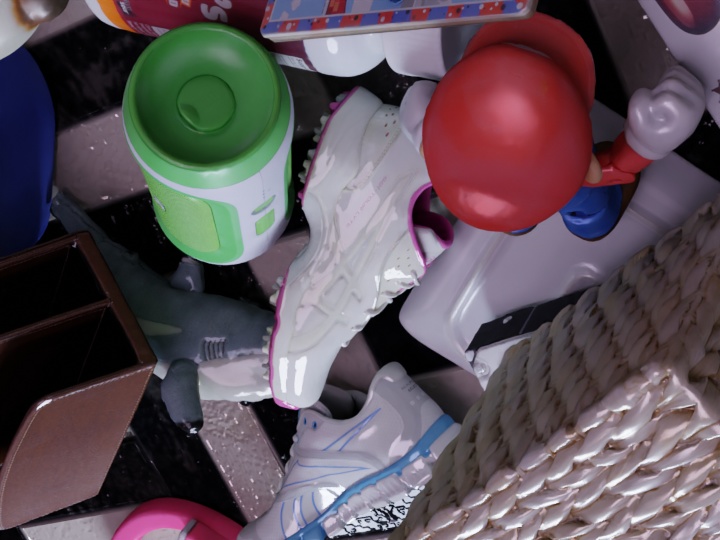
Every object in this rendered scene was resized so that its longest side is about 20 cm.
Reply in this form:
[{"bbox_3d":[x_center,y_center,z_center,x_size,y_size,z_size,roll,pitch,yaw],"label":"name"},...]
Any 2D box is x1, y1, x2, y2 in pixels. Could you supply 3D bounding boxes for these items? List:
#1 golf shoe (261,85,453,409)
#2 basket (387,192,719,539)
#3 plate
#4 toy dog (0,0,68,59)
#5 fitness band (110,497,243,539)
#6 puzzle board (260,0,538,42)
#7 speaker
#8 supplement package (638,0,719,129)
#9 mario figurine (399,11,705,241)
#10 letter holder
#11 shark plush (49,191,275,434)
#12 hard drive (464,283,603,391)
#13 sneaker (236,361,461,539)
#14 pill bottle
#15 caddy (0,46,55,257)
[{"bbox_3d":[0.000,0.000,0.817,0.091,0.075,0.202,18,117,4],"label":"golf shoe"},{"bbox_3d":[0.143,0.099,0.646,0.161,0.200,0.198,46,128,-4],"label":"basket"},{"bbox_3d":[0.136,0.023,0.796,0.199,0.032,0.200,33,128,4],"label":"plate"},{"bbox_3d":[-0.219,-0.181,0.733,0.138,0.201,0.195,-17,133,-5],"label":"toy dog"},{"bbox_3d":[-0.101,0.251,1.054,0.199,0.037,0.144,34,129,6],"label":"fitness band"},{"bbox_3d":[0.033,-0.196,0.612,0.150,0.202,0.017,3,164,44],"label":"puzzle board"},{"bbox_3d":[-0.076,-0.060,0.757,0.088,0.089,0.200,34,169,5],"label":"speaker"},{"bbox_3d":[0.182,-0.149,0.617,0.113,0.110,0.201,-29,103,36],"label":"supplement package"},{"bbox_3d":[0.083,-0.071,0.648,0.123,0.200,0.107,-30,77,8],"label":"mario figurine"},{"bbox_3d":[-0.230,0.086,0.906,0.101,0.141,0.200,58,147,19],"label":"letter holder"},{"bbox_3d":[-0.117,0.016,0.926,0.200,0.091,0.084,43,111,24],"label":"shark plush"},{"bbox_3d":[0.170,0.067,0.762,0.199,0.038,0.140,-20,109,33],"label":"hard drive"},{"bbox_3d":[-0.020,0.121,0.921,0.200,0.075,0.087,-38,87,33],"label":"sneaker"},{"bbox_3d":[-0.036,-0.159,0.723,0.198,0.110,0.110,15,124,19],"label":"pill bottle"},{"bbox_3d":[-0.275,-0.066,0.905,0.140,0.105,0.201,22,127,15],"label":"caddy"}]
